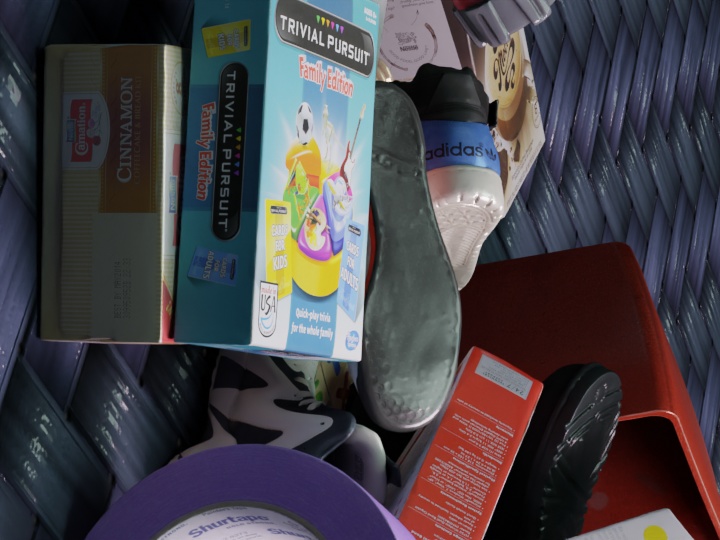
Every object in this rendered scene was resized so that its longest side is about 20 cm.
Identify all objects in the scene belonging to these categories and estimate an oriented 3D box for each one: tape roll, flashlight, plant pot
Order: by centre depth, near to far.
[{"bbox_3d":[-0.057,0.193,1.375,0.066,0.200,0.201,46,47,-59],"label":"tape roll"},{"bbox_3d":[0.045,-0.231,1.623,0.200,0.068,0.068,55,49,-18],"label":"flashlight"},{"bbox_3d":[0.143,0.095,1.928,0.200,0.199,0.177,62,23,-50],"label":"plant pot"}]

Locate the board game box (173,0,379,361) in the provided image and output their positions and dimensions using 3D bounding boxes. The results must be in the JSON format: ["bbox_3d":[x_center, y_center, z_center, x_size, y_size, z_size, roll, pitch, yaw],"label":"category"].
[{"bbox_3d":[-0.041,-0.056,1.430,0.151,0.047,0.201,12,80,-68],"label":"board game box"}]

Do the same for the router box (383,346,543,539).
[{"bbox_3d":[0.021,0.170,1.565,0.200,0.049,0.180,-59,-178,39],"label":"router box"}]

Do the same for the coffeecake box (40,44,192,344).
[{"bbox_3d":[-0.095,-0.038,1.460,0.200,0.073,0.154,2,89,-68],"label":"coffeecake box"}]

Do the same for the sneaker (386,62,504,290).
[{"bbox_3d":[0.035,-0.055,1.652,0.200,0.077,0.112,121,-32,-65],"label":"sneaker"}]

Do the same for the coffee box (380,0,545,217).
[{"bbox_3d":[0.061,-0.148,1.855,0.113,0.080,0.200,-60,143,-52],"label":"coffee box"}]

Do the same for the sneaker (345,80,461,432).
[{"bbox_3d":[0.001,-0.001,1.558,0.067,0.108,0.202,-3,79,-26],"label":"sneaker"}]

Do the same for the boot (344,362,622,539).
[{"bbox_3d":[0.065,0.102,1.678,0.076,0.168,0.200,-37,150,-39],"label":"boot"}]

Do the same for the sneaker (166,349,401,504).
[{"bbox_3d":[-0.026,0.095,1.544,0.199,0.129,0.080,-58,143,-49],"label":"sneaker"}]

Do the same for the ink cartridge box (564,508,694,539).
[{"bbox_3d":[0.118,0.206,1.622,0.047,0.200,0.198,64,-27,20],"label":"ink cartridge box"}]

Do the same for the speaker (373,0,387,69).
[{"bbox_3d":[-0.016,-0.208,1.661,0.081,0.081,0.200,50,43,-58],"label":"speaker"}]

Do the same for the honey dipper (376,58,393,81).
[{"bbox_3d":[-0.033,-0.081,1.682,0.200,0.038,0.038,-49,134,-54],"label":"honey dipper"}]

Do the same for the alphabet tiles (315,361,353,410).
[{"bbox_3d":[-0.014,0.000,1.708,0.200,0.006,0.167,76,33,-45],"label":"alphabet tiles"}]
